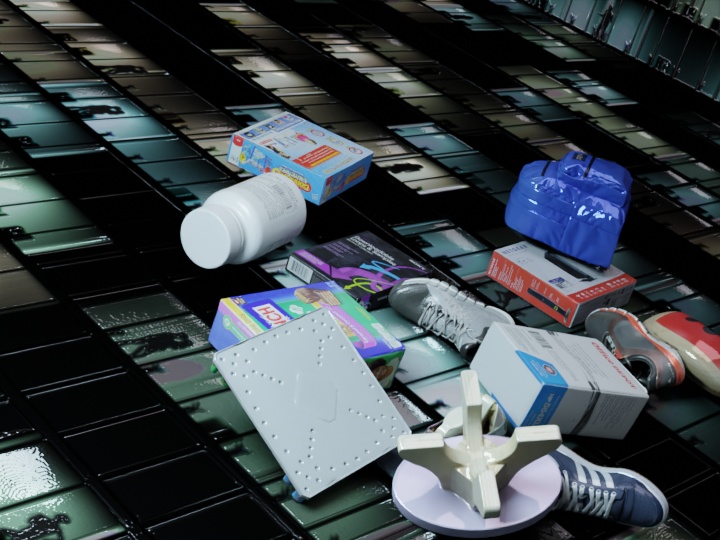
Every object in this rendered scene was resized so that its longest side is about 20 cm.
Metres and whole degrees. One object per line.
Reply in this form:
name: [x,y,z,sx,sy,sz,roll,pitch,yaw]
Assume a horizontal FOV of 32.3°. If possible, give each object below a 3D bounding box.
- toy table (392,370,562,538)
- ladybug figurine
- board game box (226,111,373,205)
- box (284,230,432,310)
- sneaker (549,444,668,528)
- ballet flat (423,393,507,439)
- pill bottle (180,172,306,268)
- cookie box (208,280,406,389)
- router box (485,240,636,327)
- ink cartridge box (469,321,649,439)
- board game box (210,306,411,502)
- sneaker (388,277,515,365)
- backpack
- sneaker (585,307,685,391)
toy table: [0.137,0.222,1.431,0.199,0.118,0.185,-13,52,-10]
ladybug figurine: [0.518,0.125,1.914,0.136,0.072,0.200,41,0,-44]
board game box: [-0.106,-0.205,2.233,0.195,0.056,0.200,27,28,17]
box: [0.000,0.000,1.929,0.143,0.036,0.199,33,29,27]
sneaker: [0.271,0.276,1.526,0.199,0.071,0.108,23,21,25]
ballet flat: [0.140,0.198,1.594,0.069,0.072,0.200,30,29,25]
pill bottle: [-0.177,-0.072,1.869,0.114,0.115,0.200,28,28,19]
cookie box: [-0.071,0.098,1.651,0.199,0.076,0.171,-9,39,-41]
router box: [0.340,0.012,2.099,0.179,0.049,0.199,34,31,29]
ink cartridge box: [0.276,0.154,1.723,0.199,0.085,0.146,11,26,-32]
board game box: [-0.059,0.157,1.495,0.199,0.026,0.201,-22,73,-45]
sneaker: [0.134,0.080,1.817,0.199,0.075,0.116,18,29,-3]
backpack: [0.356,-0.118,2.121,0.199,0.169,0.163,19,19,11]
sneaker: [0.402,0.122,1.905,0.082,0.078,0.200,-23,33,-25]
